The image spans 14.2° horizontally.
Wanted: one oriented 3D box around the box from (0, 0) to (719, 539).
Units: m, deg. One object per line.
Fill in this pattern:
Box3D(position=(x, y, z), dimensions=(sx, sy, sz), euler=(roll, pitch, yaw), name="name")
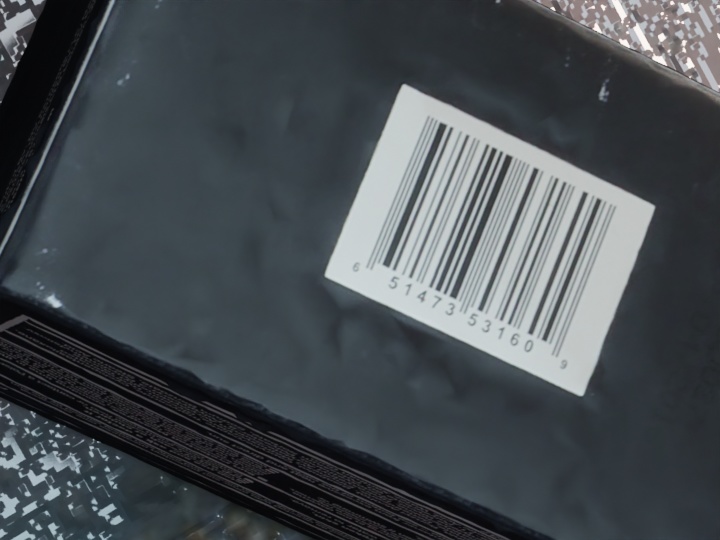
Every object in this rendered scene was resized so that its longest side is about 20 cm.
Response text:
Box3D(position=(0.000, 0.000, 0.750), dimensions=(0.199, 0.198, 0.124), euler=(25, 78, -12), name="box")
